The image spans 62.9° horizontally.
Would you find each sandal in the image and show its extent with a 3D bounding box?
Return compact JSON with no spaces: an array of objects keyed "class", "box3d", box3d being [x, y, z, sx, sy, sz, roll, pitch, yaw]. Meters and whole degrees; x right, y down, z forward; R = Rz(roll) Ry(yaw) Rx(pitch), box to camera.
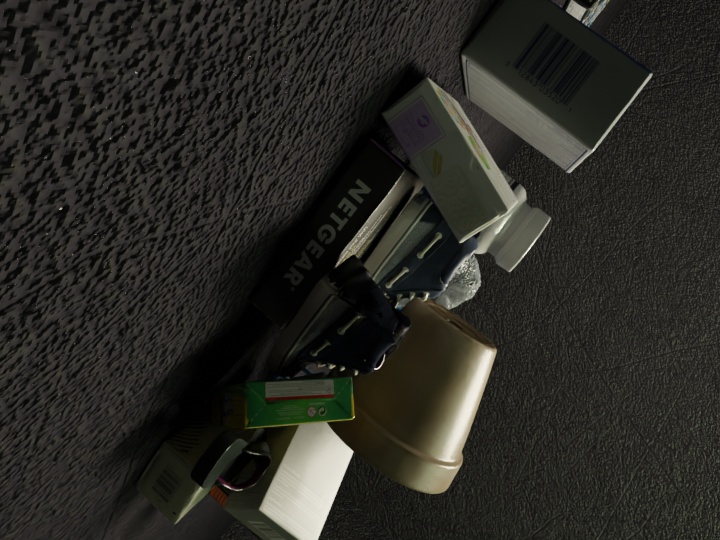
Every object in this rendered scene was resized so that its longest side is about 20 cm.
[{"class":"sandal","box3d":[-0.135,0.218,0.658,0.076,0.048,0.201,-55,170,-8]}]

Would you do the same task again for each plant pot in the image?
[{"class":"plant pot","box3d":[0.071,0.134,0.719,0.175,0.199,0.200,-57,171,9]}]

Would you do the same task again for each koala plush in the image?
[{"class":"koala plush","box3d":[0.131,-0.048,1.053,0.179,0.181,0.201,97,8,-47]}]

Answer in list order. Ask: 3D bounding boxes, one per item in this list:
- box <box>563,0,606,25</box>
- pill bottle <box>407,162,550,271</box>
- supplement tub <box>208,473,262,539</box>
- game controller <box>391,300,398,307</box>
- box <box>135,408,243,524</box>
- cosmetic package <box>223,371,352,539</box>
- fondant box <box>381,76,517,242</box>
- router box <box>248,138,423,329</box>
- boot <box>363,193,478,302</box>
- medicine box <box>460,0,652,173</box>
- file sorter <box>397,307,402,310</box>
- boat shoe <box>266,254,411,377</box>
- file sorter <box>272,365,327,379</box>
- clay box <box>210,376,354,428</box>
[{"class":"box","box3d":[0.440,-0.518,1.104,0.201,0.046,0.159,-51,172,-9]},{"class":"pill bottle","box3d":[0.159,-0.097,0.828,0.116,0.199,0.116,-49,172,-10]},{"class":"supplement tub","box3d":[-0.154,0.323,0.899,0.123,0.199,0.123,-50,172,-10]},{"class":"game controller","box3d":[0.042,0.006,0.778,0.202,0.042,0.104,-64,162,11]},{"class":"box","box3d":[-0.190,0.228,0.763,0.083,0.068,0.200,-55,172,16]},{"class":"cosmetic package","box3d":[-0.079,0.247,0.779,0.090,0.107,0.201,-20,-149,41]},{"class":"fondant box","box3d":[0.105,-0.115,0.630,0.058,0.145,0.200,-32,178,18]},{"class":"router box","box3d":[-0.017,-0.037,0.630,0.201,0.051,0.149,-52,172,11]},{"class":"boot","box3d":[0.045,0.014,0.676,0.201,0.090,0.073,-54,176,35]},{"class":"medicine box","box3d":[0.227,-0.224,0.720,0.103,0.182,0.200,-52,172,10]},{"class":"file sorter","box3d":[0.033,0.080,1.161,0.139,0.122,0.200,-57,170,28]},{"class":"boat shoe","box3d":[-0.027,0.078,0.593,0.075,0.093,0.200,-38,169,-39]},{"class":"file sorter","box3d":[-0.061,0.168,0.966,0.139,0.122,0.201,-41,166,-52]},{"class":"clay box","box3d":[-0.098,0.148,0.657,0.114,0.048,0.200,2,168,-25]}]
